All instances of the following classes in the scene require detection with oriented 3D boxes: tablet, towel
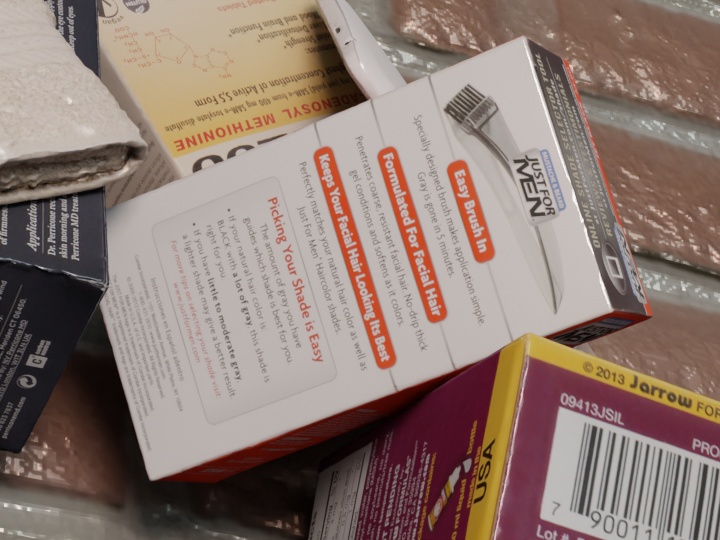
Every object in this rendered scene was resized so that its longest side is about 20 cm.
[{"bbox_3d":[0.044,-0.035,1.043,0.200,0.014,0.130,53,7,-23],"label":"tablet"},{"bbox_3d":[-0.187,-0.075,0.855,0.199,0.035,0.133,-12,57,-41],"label":"towel"}]

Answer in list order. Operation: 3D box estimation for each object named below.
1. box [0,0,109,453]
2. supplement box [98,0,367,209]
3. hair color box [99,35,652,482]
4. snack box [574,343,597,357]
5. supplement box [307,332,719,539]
[{"bbox_3d":[-0.203,-0.051,0.929,0.181,0.104,0.201,15,41,-21],"label":"box"},{"bbox_3d":[-0.052,-0.049,1.054,0.126,0.074,0.201,-19,68,-39],"label":"supplement box"},{"bbox_3d":[0.000,0.000,0.918,0.064,0.199,0.112,10,61,-67],"label":"hair color box"},{"bbox_3d":[0.082,0.062,0.997,0.024,0.072,0.201,-44,108,-32],"label":"snack box"},{"bbox_3d":[0.067,0.114,0.899,0.130,0.200,0.104,19,66,-16],"label":"supplement box"}]
